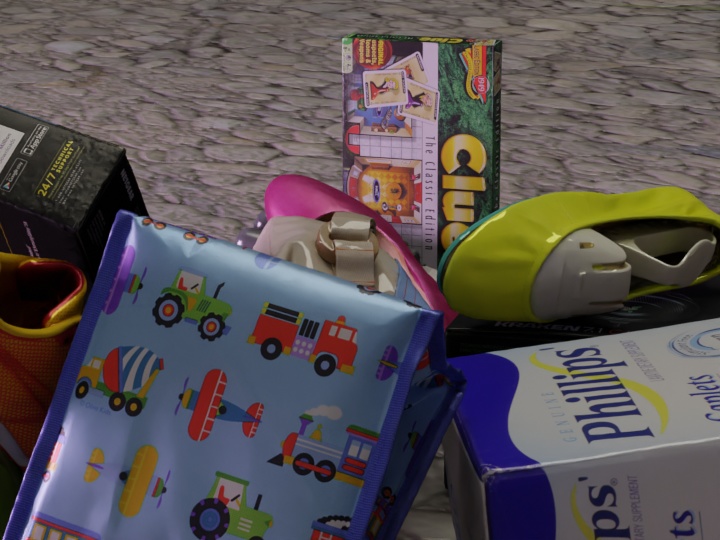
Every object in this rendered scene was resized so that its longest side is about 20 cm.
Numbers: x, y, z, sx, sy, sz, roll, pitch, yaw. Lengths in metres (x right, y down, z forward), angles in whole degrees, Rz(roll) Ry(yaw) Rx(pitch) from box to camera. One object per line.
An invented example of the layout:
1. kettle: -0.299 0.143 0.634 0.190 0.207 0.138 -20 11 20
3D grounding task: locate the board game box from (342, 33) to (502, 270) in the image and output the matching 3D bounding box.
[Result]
1. board game box: 0.039 -0.050 1.468 0.104 0.201 0.023 4 13 18

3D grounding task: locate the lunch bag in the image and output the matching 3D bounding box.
1. lunch bag: -0.063 0.098 0.957 0.150 0.201 0.094 17 -18 17

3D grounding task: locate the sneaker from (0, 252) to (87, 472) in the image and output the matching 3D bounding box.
1. sneaker: -0.139 0.039 1.005 0.077 0.073 0.200 -33 -28 5

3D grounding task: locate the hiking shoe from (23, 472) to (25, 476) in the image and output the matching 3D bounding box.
1. hiking shoe: -0.164 0.080 1.216 0.086 0.075 0.200 -11 17 -19

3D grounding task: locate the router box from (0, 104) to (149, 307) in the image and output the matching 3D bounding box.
1. router box: -0.165 -0.007 1.086 0.148 0.200 0.051 20 63 18

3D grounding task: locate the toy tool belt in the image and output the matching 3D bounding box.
1. toy tool belt: -0.003 0.041 1.138 0.122 0.125 0.200 27 10 -10

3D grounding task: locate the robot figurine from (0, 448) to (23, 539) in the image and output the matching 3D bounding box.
1. robot figurine: -0.215 0.096 1.052 0.175 0.116 0.200 16 19 -19

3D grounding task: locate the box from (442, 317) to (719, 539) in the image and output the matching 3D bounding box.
1. box: 0.144 0.098 1.036 0.199 0.106 0.184 -9 13 -2

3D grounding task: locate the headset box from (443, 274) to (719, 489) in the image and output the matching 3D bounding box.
1. headset box: 0.151 0.056 1.272 0.173 0.093 0.200 4 15 16

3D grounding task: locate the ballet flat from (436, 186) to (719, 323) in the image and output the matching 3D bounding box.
1. ballet flat: 0.129 -0.007 1.206 0.199 0.067 0.067 -12 32 -44

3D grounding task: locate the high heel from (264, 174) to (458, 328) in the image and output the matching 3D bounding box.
1. high heel: 0.000 0.000 1.349 0.067 0.200 0.096 -36 -26 -2

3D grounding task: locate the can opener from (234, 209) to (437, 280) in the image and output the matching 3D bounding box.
1. can opener: 0.014 0.015 1.435 0.199 0.067 0.053 20 35 18
